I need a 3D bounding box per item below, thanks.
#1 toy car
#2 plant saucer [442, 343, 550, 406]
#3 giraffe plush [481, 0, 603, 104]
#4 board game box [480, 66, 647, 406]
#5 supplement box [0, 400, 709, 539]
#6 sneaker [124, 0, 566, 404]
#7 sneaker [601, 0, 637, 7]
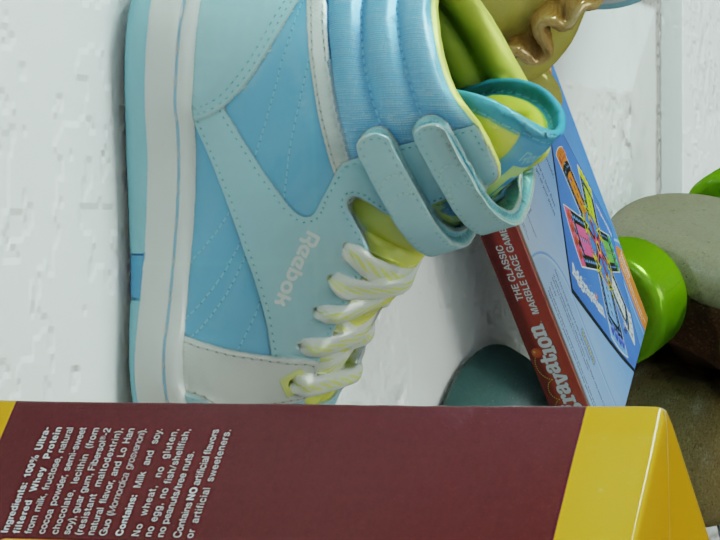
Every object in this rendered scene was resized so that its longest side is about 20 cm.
[{"bbox_3d":[0.180,0.072,1.229,0.164,0.157,0.202,-29,129,-53],"label":"toy car"},{"bbox_3d":[0.071,0.132,1.086,0.200,0.036,0.202,1,90,-68],"label":"plant saucer"},{"bbox_3d":[0.069,-0.134,0.928,0.172,0.162,0.200,41,14,-18],"label":"giraffe plush"},{"bbox_3d":[0.072,-0.030,1.060,0.201,0.019,0.103,67,28,-28],"label":"board game box"},{"bbox_3d":[-0.007,0.146,0.675,0.198,0.198,0.133,67,32,-44],"label":"supplement box"},{"bbox_3d":[0.000,0.000,0.785,0.079,0.130,0.202,-31,119,-66],"label":"sneaker"},{"bbox_3d":[0.105,-0.226,1.090,0.131,0.079,0.202,45,48,-62],"label":"sneaker"}]
